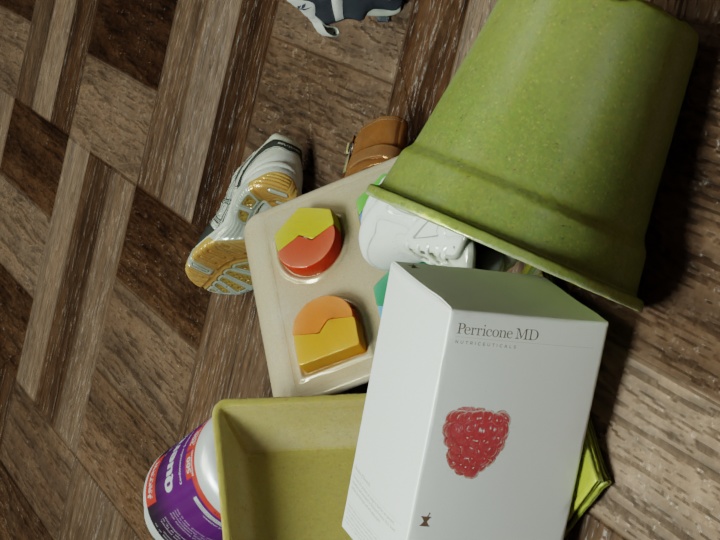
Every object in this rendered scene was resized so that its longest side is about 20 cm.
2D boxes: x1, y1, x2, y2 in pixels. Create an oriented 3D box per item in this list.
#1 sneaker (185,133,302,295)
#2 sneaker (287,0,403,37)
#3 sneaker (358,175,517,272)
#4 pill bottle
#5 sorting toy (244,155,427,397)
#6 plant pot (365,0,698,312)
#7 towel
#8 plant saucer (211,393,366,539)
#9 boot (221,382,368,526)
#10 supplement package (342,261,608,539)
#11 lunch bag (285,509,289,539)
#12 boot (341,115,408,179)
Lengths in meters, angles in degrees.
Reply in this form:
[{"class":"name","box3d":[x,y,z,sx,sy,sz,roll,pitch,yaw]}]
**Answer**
[{"class":"sneaker","box3d":[-0.103,-0.053,2.041,0.200,0.075,0.088,-47,24,46]},{"class":"sneaker","box3d":[0.007,-0.288,1.864,0.079,0.130,0.199,7,50,47]},{"class":"sneaker","box3d":[0.068,-0.029,1.563,0.200,0.078,0.100,-27,50,44]},{"class":"pill bottle","box3d":[-0.128,0.196,1.923,0.200,0.112,0.113,142,133,-57]},{"class":"sorting toy","box3d":[0.000,0.000,1.673,0.199,0.036,0.186,-24,56,18]},{"class":"plant pot","box3d":[0.129,-0.096,1.397,0.185,0.200,0.200,-67,25,3]},{"class":"towel","box3d":[0.134,0.089,1.500,0.086,0.018,0.201,117,151,-46]},{"class":"plant saucer","box3d":[-0.006,0.188,1.575,0.049,0.199,0.201,99,166,-54]},{"class":"boot","box3d":[-0.023,0.116,1.697,0.181,0.073,0.201,-3,80,21]},{"class":"supplement package","box3d":[0.076,0.108,1.453,0.120,0.121,0.201,-140,57,-66]},{"class":"lunch bag","box3d":[-0.039,0.303,1.632,0.200,0.127,0.170,60,139,23]},{"class":"boot","box3d":[-0.013,-0.033,1.806,0.200,0.076,0.156,135,143,-61]}]
